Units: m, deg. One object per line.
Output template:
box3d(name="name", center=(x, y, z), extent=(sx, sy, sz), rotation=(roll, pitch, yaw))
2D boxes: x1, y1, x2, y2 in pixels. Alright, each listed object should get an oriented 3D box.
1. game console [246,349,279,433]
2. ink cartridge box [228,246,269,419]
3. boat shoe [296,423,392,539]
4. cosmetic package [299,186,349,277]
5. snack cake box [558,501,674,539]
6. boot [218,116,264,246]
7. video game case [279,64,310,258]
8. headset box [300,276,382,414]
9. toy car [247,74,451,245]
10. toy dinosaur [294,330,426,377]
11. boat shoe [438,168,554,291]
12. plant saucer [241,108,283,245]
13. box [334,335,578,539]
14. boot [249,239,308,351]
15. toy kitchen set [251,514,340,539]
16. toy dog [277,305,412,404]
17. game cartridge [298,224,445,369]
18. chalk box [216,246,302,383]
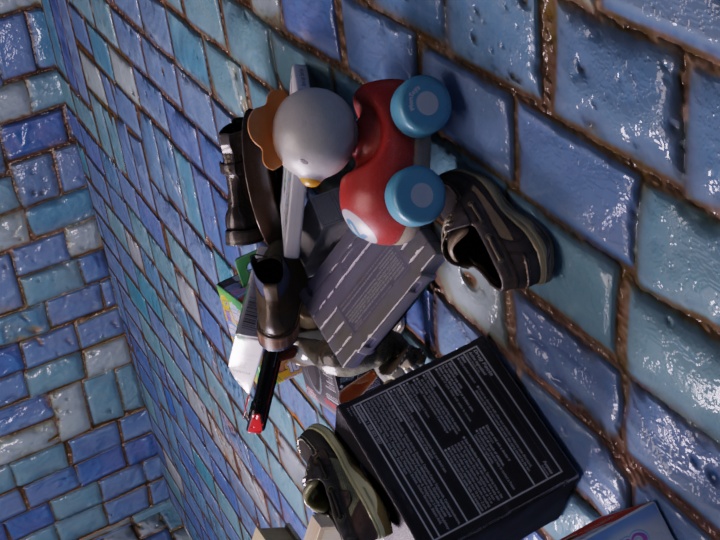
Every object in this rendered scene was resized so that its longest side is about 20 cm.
box3d(name="game console", center=(-0.129, 0.122, 1.616), extent=(0.177, 0.030, 0.203), rotation=(102, 180, -73))
box3d(name="ink cartridge box", center=(-0.157, 0.090, 1.640), extent=(0.201, 0.049, 0.163), rotation=(113, 170, -48))
box3d(name="boat shoe", center=(-0.034, 0.236, 1.263), extent=(0.201, 0.065, 0.073), rotation=(40, 148, 55))
box3d(name="cosmetic package", center=(-0.045, -0.052, 1.559), extent=(0.051, 0.081, 0.200), rotation=(65, 159, 14))
box3d(name="snack cake box", center=(0.199, 0.302, 1.112), extent=(0.068, 0.198, 0.115), rotation=(63, 159, 12))
box3d(name="boot", center=(-0.164, -0.136, 1.680), extent=(0.200, 0.068, 0.177), rotation=(-64, -30, -77))
box3d(name="video game case", center=(-0.084, -0.145, 1.488), extent=(0.183, 0.023, 0.203), rotation=(-102, 18, -65))
box3d(name="headset box", center=(-0.038, 0.122, 1.712), extent=(0.148, 0.076, 0.203), rotation=(26, 132, 61))
box3d(name="toy car", center=(-0.027, -0.123, 1.225), extent=(0.184, 0.196, 0.180), rotation=(167, 108, -74))
box3d(name="toy dinosaur", center=(-0.010, 0.094, 1.463), extent=(0.077, 0.196, 0.104), rotation=(95, 171, -71))
box3d(name="boat shoe", center=(0.116, -0.043, 1.169), extent=(0.200, 0.072, 0.076), rotation=(42, 147, 51))
box3d(name="plant saucer", center=(-0.128, -0.134, 1.651), extent=(0.200, 0.032, 0.204), rotation=(-9, -90, -81))
box3d(name="box", center=(0.101, 0.216, 1.278), extent=(0.201, 0.196, 0.124), rotation=(57, 160, 29))
box3d(name="boot", center=(-0.104, 0.001, 1.486), extent=(0.202, 0.073, 0.098), rotation=(-95, 2, -50))
box3d(name="toy kitchen set", center=(-0.076, 0.499, 2.160), extent=(0.200, 0.161, 0.183), rotation=(40, 118, 51))
box3d(name="toy dog", center=(-0.032, 0.117, 1.552), extent=(0.197, 0.096, 0.134), rotation=(5, 122, 32))
box3d(name="game cartridge", center=(0.014, 0.008, 1.395), extent=(0.201, 0.038, 0.130), rotation=(-51, 60, 27))
box3d(name="chalk box", center=(-0.149, 0.065, 1.869), extent=(0.124, 0.123, 0.203), rotation=(31, 139, 59))
